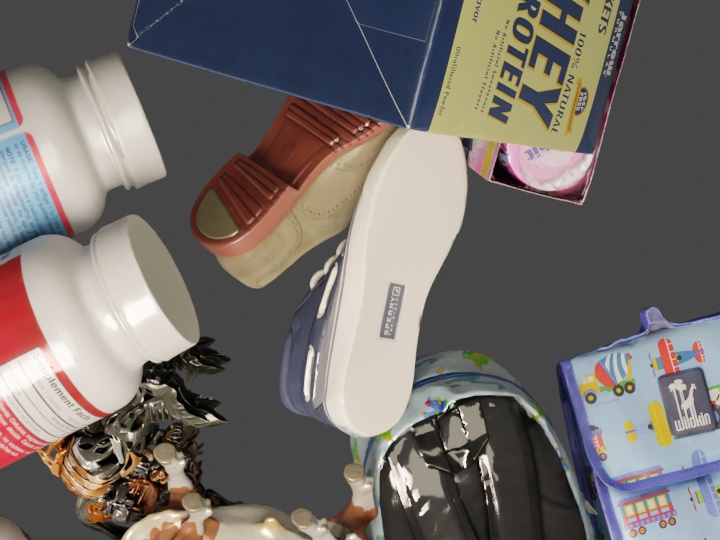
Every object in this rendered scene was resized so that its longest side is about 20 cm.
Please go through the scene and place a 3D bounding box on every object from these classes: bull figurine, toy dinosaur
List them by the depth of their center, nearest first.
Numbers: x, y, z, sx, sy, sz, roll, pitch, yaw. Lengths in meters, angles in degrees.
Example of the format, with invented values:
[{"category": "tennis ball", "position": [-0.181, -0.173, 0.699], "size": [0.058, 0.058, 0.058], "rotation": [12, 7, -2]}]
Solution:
[{"category": "bull figurine", "position": [-0.082, 0.167, 1.370], "size": [0.200, 0.065, 0.121], "rotation": [3, 138, -7]}, {"category": "toy dinosaur", "position": [-0.149, 0.108, 1.405], "size": [0.200, 0.102, 0.136], "rotation": [25, 115, -37]}]

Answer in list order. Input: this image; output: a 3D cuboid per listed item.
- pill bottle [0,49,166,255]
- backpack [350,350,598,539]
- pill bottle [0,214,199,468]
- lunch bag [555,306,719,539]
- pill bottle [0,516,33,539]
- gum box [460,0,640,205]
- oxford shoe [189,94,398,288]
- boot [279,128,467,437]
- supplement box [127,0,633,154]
[{"category": "pill bottle", "position": [-0.223, -0.057, 1.337], "size": [0.200, 0.109, 0.109], "rotation": [-22, 106, -6]}, {"category": "backpack", "position": [0.066, 0.151, 1.438], "size": [0.163, 0.154, 0.200], "rotation": [-19, 127, -1]}, {"category": "pill bottle", "position": [-0.201, 0.049, 1.308], "size": [0.200, 0.112, 0.112], "rotation": [-27, 107, 9]}, {"category": "lunch bag", "position": [0.219, 0.119, 1.490], "size": [0.150, 0.094, 0.200], "rotation": [-16, 93, -7]}, {"category": "pill bottle", "position": [-0.224, 0.226, 1.402], "size": [0.113, 0.113, 0.200], "rotation": [-46, 107, 2]}, {"category": "gum box", "position": [0.120, -0.153, 1.380], "size": [0.066, 0.114, 0.200], "rotation": [12, 100, -14]}, {"category": "oxford shoe", "position": [-0.018, -0.071, 1.409], "size": [0.200, 0.070, 0.075], "rotation": [-40, 140, -6]}, {"category": "boot", "position": [0.000, 0.000, 1.394], "size": [0.073, 0.090, 0.200], "rotation": [19, 85, -34]}, {"category": "supplement box", "position": [0.018, -0.157, 1.251], "size": [0.200, 0.200, 0.134], "rotation": [2, 104, -56]}]
